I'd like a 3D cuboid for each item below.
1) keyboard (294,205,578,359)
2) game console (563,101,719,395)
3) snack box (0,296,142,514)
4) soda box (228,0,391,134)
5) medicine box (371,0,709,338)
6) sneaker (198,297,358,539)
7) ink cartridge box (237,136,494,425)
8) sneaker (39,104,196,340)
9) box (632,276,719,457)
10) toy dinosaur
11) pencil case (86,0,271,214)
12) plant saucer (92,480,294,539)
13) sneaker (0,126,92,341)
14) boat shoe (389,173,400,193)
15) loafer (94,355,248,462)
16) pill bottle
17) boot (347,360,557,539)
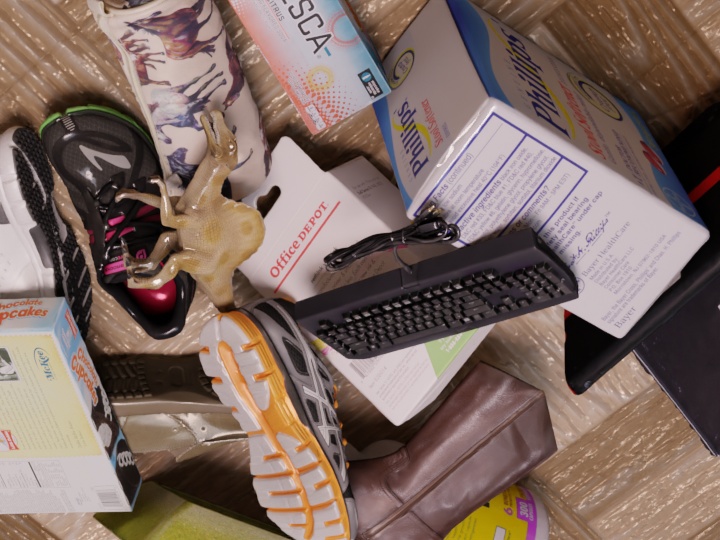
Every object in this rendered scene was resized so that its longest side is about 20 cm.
[{"bbox_3d":[0.039,0.011,1.202,0.198,0.021,0.127,-19,136,32],"label":"keyboard"},{"bbox_3d":[0.219,-0.020,1.299,0.031,0.178,0.200,31,124,-19],"label":"game console"},{"bbox_3d":[-0.247,0.105,1.333,0.115,0.037,0.201,-2,133,14],"label":"snack box"},{"bbox_3d":[-0.054,-0.196,1.222,0.068,0.064,0.201,-27,123,8],"label":"soda box"},{"bbox_3d":[0.120,-0.077,1.255,0.199,0.183,0.103,29,113,-25],"label":"medicine box"},{"bbox_3d":[-0.043,0.111,1.295,0.078,0.077,0.202,-9,107,40],"label":"sneaker"},{"bbox_3d":[0.000,0.000,1.316,0.200,0.067,0.117,44,118,10],"label":"ink cartridge box"},{"bbox_3d":[-0.167,-0.034,1.293,0.076,0.084,0.201,-24,123,6],"label":"sneaker"},{"bbox_3d":[0.324,0.027,1.338,0.200,0.124,0.198,-43,163,17],"label":"box"},{"bbox_3d":[-0.114,-0.013,1.235,0.100,0.059,0.201,-8,133,-8],"label":"toy dinosaur"},{"bbox_3d":[-0.123,-0.128,1.222,0.090,0.077,0.201,-46,140,-25],"label":"pencil case"},{"bbox_3d":[-0.099,0.220,1.421,0.198,0.199,0.048,23,83,-17],"label":"plant saucer"},{"bbox_3d":[-0.253,-0.013,1.311,0.079,0.074,0.202,-6,120,12],"label":"sneaker"},{"bbox_3d":[0.052,0.013,1.371,0.071,0.066,0.203,-3,123,-8],"label":"boat shoe"},{"bbox_3d":[-0.123,0.108,1.402,0.197,0.076,0.068,3,127,-5],"label":"loafer"},{"bbox_3d":[0.049,0.203,1.469,0.198,0.105,0.105,22,117,-22],"label":"pill bottle"},{"bbox_3d":[0.037,0.124,1.370,0.200,0.064,0.187,-41,108,0],"label":"boot"}]
